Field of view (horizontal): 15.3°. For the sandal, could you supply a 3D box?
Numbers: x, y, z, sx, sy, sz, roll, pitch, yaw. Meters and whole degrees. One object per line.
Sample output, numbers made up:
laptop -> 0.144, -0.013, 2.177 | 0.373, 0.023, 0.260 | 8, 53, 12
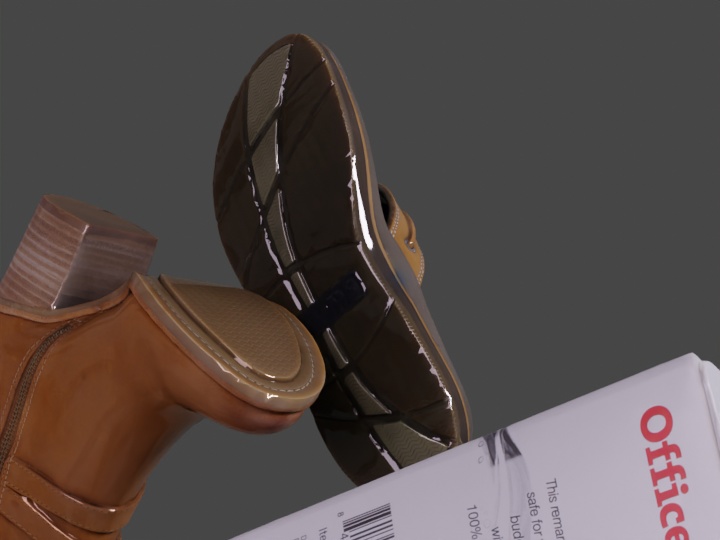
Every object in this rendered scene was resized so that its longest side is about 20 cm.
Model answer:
sandal -> 0.000, 0.000, 1.078 | 0.082, 0.054, 0.201 | -39, 66, 28

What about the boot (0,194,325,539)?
boot -> -0.100, 0.071, 1.067 | 0.200, 0.076, 0.156 | 28, 102, 44

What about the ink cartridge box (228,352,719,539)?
ink cartridge box -> 0.062, 0.138, 0.947 | 0.199, 0.084, 0.147 | -23, 57, 22
